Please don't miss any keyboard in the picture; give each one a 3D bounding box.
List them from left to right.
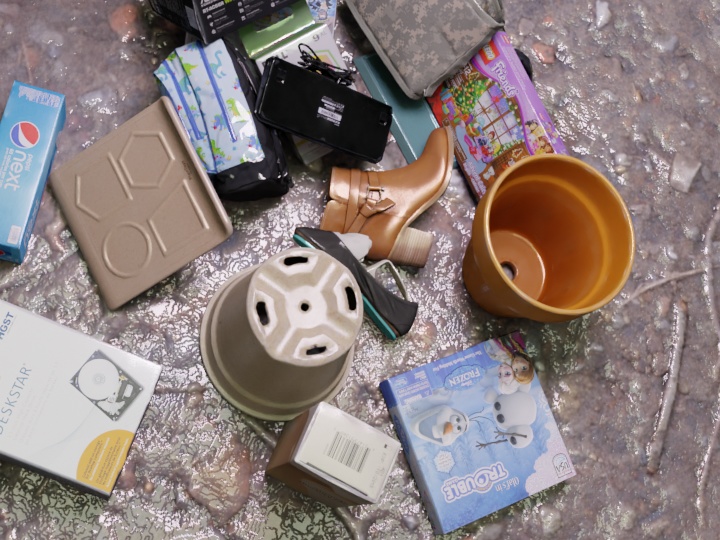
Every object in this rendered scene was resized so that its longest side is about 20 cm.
[{"bbox_3d":[-0.044,-0.207,1.194,0.198,0.039,0.106,16,91,-39],"label":"keyboard"}]

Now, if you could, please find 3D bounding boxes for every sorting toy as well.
[{"bbox_3d":[-0.262,-0.078,1.152,0.198,0.036,0.187,-30,82,18],"label":"sorting toy"}]

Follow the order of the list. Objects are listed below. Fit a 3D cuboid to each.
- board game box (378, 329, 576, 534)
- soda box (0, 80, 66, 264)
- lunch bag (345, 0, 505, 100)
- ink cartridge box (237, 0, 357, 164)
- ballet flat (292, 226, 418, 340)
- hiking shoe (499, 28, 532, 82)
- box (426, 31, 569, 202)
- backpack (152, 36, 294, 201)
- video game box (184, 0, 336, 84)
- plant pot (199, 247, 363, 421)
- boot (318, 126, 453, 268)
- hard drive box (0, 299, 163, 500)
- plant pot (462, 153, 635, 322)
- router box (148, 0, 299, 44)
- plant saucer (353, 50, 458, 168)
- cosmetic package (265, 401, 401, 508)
[{"bbox_3d":[0.149,0.202,1.231,0.198,0.043,0.202,-18,81,-20],"label":"board game box"},{"bbox_3d":[-0.408,-0.117,1.154,0.063,0.068,0.203,15,71,-11],"label":"soda box"},{"bbox_3d":[0.091,-0.350,1.290,0.117,0.163,0.202,-8,67,-54],"label":"lunch bag"},{"bbox_3d":[-0.074,-0.250,1.238,0.103,0.059,0.202,-28,109,-7],"label":"ink cartridge box"},{"bbox_3d":[0.000,0.000,1.221,0.069,0.068,0.200,-47,110,-11],"label":"ballet flat"},{"bbox_3d":[0.204,-0.291,1.354,0.075,0.101,0.203,-10,79,-25],"label":"hiking shoe"},{"bbox_3d":[0.181,-0.198,1.306,0.039,0.136,0.202,-15,76,-52],"label":"box"},{"bbox_3d":[-0.170,-0.188,1.190,0.151,0.163,0.203,-9,90,4],"label":"backpack"},{"bbox_3d":[-0.134,-0.333,1.304,0.197,0.047,0.185,10,75,-13],"label":"video game box"},{"bbox_3d":[-0.081,0.064,1.131,0.197,0.184,0.204,4,74,-14],"label":"plant pot"},{"bbox_3d":[0.035,-0.114,1.267,0.152,0.074,0.203,17,77,-5],"label":"boot"},{"bbox_3d":[-0.345,0.148,1.091,0.198,0.077,0.158,22,69,-8],"label":"hard drive box"},{"bbox_3d":[0.219,-0.021,1.239,0.197,0.183,0.203,4,73,-13],"label":"plant pot"},{"bbox_3d":[-0.152,-0.367,1.208,0.199,0.063,0.149,-31,40,-22],"label":"router box"},{"bbox_3d":[0.066,-0.222,1.343,0.069,0.019,0.202,-25,81,-21],"label":"plant saucer"},{"bbox_3d":[-0.036,0.213,1.092,0.104,0.200,0.072,28,70,-5],"label":"cosmetic package"}]
